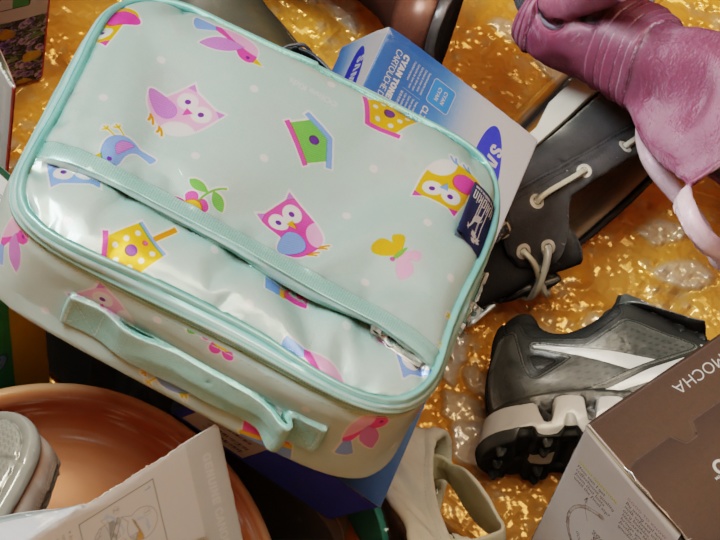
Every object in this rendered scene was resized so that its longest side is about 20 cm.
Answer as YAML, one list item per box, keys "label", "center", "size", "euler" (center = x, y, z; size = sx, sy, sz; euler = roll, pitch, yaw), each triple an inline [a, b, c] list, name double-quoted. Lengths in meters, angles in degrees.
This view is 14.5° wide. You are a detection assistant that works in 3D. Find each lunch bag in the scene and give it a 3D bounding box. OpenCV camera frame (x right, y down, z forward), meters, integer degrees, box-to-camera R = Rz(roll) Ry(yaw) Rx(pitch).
- label: "lunch bag"
  center: [-0.043, -0.012, 1.146]
  size: [0.200, 0.077, 0.161]
  euler: [26, 47, -3]

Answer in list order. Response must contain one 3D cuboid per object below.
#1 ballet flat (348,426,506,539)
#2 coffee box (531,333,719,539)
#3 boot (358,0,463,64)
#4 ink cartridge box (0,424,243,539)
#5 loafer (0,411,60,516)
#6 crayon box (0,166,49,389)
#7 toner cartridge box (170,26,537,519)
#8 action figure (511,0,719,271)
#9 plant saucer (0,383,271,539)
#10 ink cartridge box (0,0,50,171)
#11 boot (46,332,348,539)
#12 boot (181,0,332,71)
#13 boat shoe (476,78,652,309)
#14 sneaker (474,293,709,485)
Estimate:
- label: "ballet flat"
  center: [0.037, 0.129, 1.235]
  size: [0.069, 0.070, 0.200]
  euler: [-3, 34, -12]
- label: "coffee box"
  center: [0.139, 0.114, 1.218]
  size: [0.113, 0.200, 0.080]
  euler: [-31, 69, -24]
- label: "boot"
  center: [-0.046, -0.171, 1.391]
  size: [0.199, 0.069, 0.188]
  euler: [13, 33, -9]
- label: "ink cartridge box"
  center: [-0.133, 0.165, 1.130]
  size: [0.057, 0.163, 0.200]
  euler: [23, 45, 39]
- label: "loafer"
  center: [-0.185, 0.151, 1.150]
  size: [0.072, 0.063, 0.200]
  euler: [25, 75, 49]
- label: "crayon box"
  center: [-0.225, 0.060, 1.198]
  size: [0.200, 0.173, 0.058]
  euler: [-37, 63, -27]
- label: "toner cartridge box"
  center: [0.000, 0.000, 1.255]
  size: [0.095, 0.043, 0.200]
  euler: [36, 62, -23]
- label: "action figure"
  center: [0.135, -0.097, 1.360]
  size: [0.200, 0.134, 0.149]
  euler: [30, 83, 23]
- label: "plant saucer"
  center: [-0.133, 0.149, 1.208]
  size: [0.199, 0.037, 0.201]
  euler: [1, 85, -14]
- label: "ink cartridge box"
  center: [-0.183, -0.145, 1.367]
  size: [0.050, 0.109, 0.200]
  euler: [-16, 64, -19]
- label: "boot"
  center: [-0.068, 0.053, 1.298]
  size: [0.200, 0.074, 0.075]
  euler: [42, 51, 17]
- label: "boot"
  center: [-0.041, -0.096, 1.372]
  size: [0.075, 0.097, 0.200]
  euler: [-19, 65, -20]
- label: "boat shoe"
  center: [0.084, -0.021, 1.368]
  size: [0.060, 0.074, 0.200]
  euler: [34, 51, 16]
- label: "sneaker"
  center: [0.150, 0.051, 1.336]
  size: [0.199, 0.067, 0.091]
  euler: [0, 62, -8]
